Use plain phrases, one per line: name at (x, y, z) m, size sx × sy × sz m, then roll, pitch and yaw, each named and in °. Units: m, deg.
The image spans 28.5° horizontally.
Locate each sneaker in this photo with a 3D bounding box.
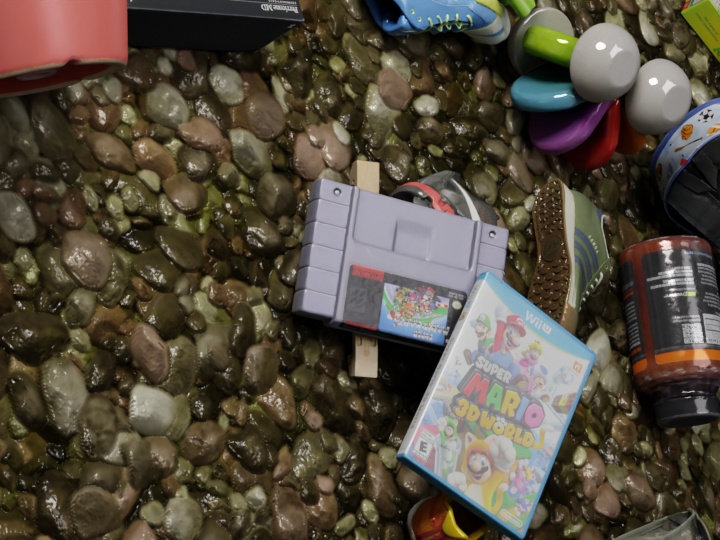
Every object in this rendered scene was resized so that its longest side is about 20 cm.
sneaker at (0.231, 0.003, 1.503) m, size 0.090 × 0.067 × 0.201 m, roll 24°, pitch 56°, yaw -29°
sneaker at (0.126, 0.206, 1.322) m, size 0.200 × 0.077 × 0.073 m, roll -37°, pitch 98°, yaw -46°
sneaker at (0.110, -0.013, 1.394) m, size 0.098 × 0.071 × 0.201 m, roll -41°, pitch 102°, yaw -42°
sneaker at (0.068, -0.270, 1.469) m, size 0.200 × 0.076 × 0.105 m, roll 33°, pitch 72°, yaw -30°

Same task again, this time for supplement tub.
supplement tub at (0.348, 0.069, 1.563) m, size 0.107 × 0.107 × 0.201 m, roll 11°, pitch 67°, yaw -40°

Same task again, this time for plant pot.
plant pot at (-0.260, -0.227, 1.055) m, size 0.200 × 0.200 × 0.178 m, roll -14°, pitch 93°, yaw -45°

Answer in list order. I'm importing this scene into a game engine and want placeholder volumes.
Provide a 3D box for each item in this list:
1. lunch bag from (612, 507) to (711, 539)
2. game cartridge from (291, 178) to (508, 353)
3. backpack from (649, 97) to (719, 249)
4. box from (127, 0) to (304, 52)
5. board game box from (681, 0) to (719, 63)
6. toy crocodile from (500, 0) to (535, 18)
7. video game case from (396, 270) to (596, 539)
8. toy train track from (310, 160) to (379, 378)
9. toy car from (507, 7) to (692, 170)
lunch bag at (0.313, 0.339, 1.421) m, size 0.200 × 0.117 × 0.165 m, roll -11°, pitch 81°, yaw -51°
game cartridge at (0.040, 0.002, 1.293) m, size 0.199 × 0.038 × 0.130 m, roll 14°, pitch 72°, yaw -23°
backpack at (0.446, -0.118, 1.678) m, size 0.190 × 0.200 × 0.154 m, roll 19°, pitch 30°, yaw -29°
box at (-0.159, -0.272, 1.235) m, size 0.200 × 0.079 × 0.142 m, roll -5°, pitch 75°, yaw -45°
board game box at (0.520, -0.313, 1.914) m, size 0.200 × 0.048 × 0.102 m, roll 46°, pitch 48°, yaw -21°
toy crocodile at (0.150, -0.341, 1.524) m, size 0.067 × 0.062 × 0.201 m, roll 41°, pitch 29°, yaw -42°
video game case at (0.127, 0.121, 1.280) m, size 0.143 × 0.018 × 0.200 m, roll 36°, pitch 62°, yaw -18°
toy train track at (0.000, 0.000, 1.310) m, size 0.114 × 0.033 × 0.201 m, roll 6°, pitch 78°, yaw -25°
toy car at (0.244, -0.190, 1.551) m, size 0.200 × 0.175 × 0.150 m, roll 24°, pitch 95°, yaw -35°
